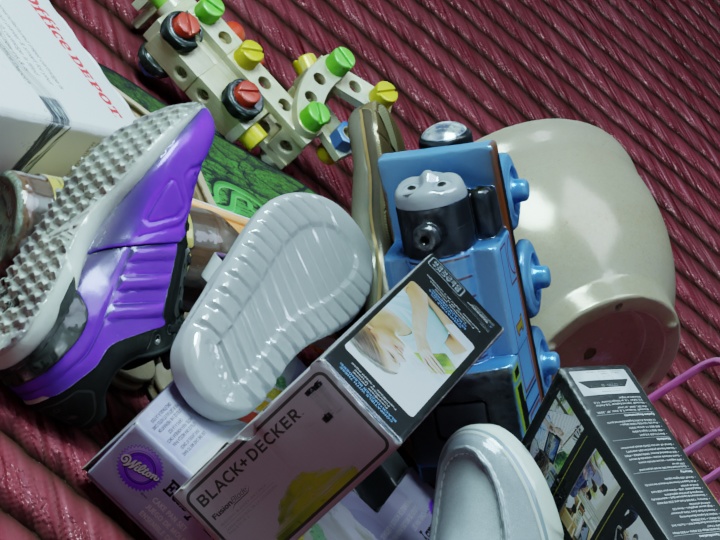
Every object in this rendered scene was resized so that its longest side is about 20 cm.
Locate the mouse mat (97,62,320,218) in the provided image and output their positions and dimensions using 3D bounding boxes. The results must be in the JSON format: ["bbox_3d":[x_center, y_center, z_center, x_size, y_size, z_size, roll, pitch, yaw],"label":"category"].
[{"bbox_3d":[-0.103,-0.061,1.941,0.200,0.008,0.161,29,22,-12],"label":"mouse mat"}]

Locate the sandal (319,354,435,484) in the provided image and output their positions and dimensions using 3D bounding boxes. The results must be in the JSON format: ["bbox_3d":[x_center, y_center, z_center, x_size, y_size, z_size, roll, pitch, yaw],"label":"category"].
[{"bbox_3d":[0.062,0.097,1.859,0.200,0.054,0.080,43,20,2],"label":"sandal"}]

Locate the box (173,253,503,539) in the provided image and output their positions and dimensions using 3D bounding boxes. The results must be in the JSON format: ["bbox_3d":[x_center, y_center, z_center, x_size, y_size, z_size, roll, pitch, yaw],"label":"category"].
[{"bbox_3d":[-0.008,0.072,1.552,0.060,0.117,0.200,47,22,1],"label":"box"}]

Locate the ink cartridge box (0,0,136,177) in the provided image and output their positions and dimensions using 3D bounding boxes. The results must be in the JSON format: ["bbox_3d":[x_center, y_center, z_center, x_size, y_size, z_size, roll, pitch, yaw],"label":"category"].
[{"bbox_3d":[-0.237,-0.105,1.696,0.200,0.084,0.145,10,37,-55],"label":"ink cartridge box"}]

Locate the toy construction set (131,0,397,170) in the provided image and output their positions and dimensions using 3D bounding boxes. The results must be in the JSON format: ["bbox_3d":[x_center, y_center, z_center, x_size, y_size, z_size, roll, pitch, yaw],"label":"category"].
[{"bbox_3d":[-0.082,-0.146,2.065,0.200,0.092,0.131,38,43,11],"label":"toy construction set"}]

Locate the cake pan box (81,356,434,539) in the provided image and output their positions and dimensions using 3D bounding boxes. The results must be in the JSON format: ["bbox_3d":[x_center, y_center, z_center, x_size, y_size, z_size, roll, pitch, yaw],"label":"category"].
[{"bbox_3d":[-0.038,0.125,1.619,0.184,0.052,0.200,46,24,0],"label":"cake pan box"}]

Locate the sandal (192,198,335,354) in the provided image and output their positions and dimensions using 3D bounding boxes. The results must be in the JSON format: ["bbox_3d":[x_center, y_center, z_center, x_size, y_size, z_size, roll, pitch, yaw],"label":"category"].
[{"bbox_3d":[-0.046,-0.005,1.789,0.207,0.059,0.079,17,58,-33],"label":"sandal"}]

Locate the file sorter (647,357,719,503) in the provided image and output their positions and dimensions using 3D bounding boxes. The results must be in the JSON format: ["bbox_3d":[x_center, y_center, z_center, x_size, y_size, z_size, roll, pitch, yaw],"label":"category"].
[{"bbox_3d":[0.238,0.177,1.872,0.200,0.125,0.139,51,15,-22],"label":"file sorter"}]

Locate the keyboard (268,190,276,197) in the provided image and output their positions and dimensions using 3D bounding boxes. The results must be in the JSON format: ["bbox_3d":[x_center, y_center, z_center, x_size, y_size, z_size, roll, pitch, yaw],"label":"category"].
[{"bbox_3d":[0.009,0.003,2.032,0.200,0.021,0.127,30,22,-28],"label":"keyboard"}]

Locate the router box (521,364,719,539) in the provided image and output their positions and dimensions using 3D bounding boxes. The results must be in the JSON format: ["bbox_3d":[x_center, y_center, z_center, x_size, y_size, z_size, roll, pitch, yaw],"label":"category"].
[{"bbox_3d":[0.120,0.173,1.615,0.051,0.200,0.149,-1,43,-31],"label":"router box"}]

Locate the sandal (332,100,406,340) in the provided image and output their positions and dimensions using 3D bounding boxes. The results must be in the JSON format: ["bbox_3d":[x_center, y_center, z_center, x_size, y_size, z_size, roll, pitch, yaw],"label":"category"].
[{"bbox_3d":[0.000,0.000,1.753,0.080,0.054,0.200,38,46,-71],"label":"sandal"}]

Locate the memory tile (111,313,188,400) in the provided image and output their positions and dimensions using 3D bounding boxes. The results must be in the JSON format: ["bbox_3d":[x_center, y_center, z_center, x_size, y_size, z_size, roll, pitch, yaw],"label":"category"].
[{"bbox_3d":[-0.105,0.034,1.755,0.153,0.017,0.200,34,21,-23],"label":"memory tile"}]

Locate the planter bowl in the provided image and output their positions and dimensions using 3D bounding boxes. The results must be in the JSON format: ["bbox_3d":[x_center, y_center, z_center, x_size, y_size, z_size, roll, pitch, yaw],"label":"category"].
[{"bbox_3d":[0.123,0.021,1.926,0.200,0.200,0.135,21,24,-45],"label":"planter bowl"}]

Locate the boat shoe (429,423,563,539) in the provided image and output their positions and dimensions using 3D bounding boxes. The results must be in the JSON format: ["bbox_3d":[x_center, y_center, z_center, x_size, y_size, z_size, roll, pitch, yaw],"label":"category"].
[{"bbox_3d":[0.065,0.179,1.569,0.071,0.070,0.201,4,75,-52],"label":"boat shoe"}]

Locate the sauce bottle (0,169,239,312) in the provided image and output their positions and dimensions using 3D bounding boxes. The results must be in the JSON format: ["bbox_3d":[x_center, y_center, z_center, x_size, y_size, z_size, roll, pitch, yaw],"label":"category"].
[{"bbox_3d":[-0.117,-0.009,1.694,0.200,0.065,0.065,13,32,-31],"label":"sauce bottle"}]

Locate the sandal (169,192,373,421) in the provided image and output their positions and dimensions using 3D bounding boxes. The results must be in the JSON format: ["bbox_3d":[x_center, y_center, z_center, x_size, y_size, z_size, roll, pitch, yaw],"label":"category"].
[{"bbox_3d":[-0.058,0.017,1.639,0.082,0.050,0.203,60,35,-10],"label":"sandal"}]

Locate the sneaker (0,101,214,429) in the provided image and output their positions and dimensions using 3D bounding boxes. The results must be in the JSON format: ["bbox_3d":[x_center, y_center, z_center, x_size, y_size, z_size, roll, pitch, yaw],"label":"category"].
[{"bbox_3d":[-0.125,0.002,1.610,0.100,0.070,0.200,47,59,-24],"label":"sneaker"}]

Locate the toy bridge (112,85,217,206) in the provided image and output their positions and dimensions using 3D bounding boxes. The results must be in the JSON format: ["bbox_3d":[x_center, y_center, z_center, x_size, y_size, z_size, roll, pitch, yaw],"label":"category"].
[{"bbox_3d":[-0.144,-0.082,1.879,0.200,0.027,0.067,46,21,28],"label":"toy bridge"}]

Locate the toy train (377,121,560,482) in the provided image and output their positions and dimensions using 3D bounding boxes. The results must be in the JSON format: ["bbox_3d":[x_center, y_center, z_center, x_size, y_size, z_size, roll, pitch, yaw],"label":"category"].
[{"bbox_3d":[0.060,0.019,1.689,0.114,0.087,0.200,-59,140,-67],"label":"toy train"}]
